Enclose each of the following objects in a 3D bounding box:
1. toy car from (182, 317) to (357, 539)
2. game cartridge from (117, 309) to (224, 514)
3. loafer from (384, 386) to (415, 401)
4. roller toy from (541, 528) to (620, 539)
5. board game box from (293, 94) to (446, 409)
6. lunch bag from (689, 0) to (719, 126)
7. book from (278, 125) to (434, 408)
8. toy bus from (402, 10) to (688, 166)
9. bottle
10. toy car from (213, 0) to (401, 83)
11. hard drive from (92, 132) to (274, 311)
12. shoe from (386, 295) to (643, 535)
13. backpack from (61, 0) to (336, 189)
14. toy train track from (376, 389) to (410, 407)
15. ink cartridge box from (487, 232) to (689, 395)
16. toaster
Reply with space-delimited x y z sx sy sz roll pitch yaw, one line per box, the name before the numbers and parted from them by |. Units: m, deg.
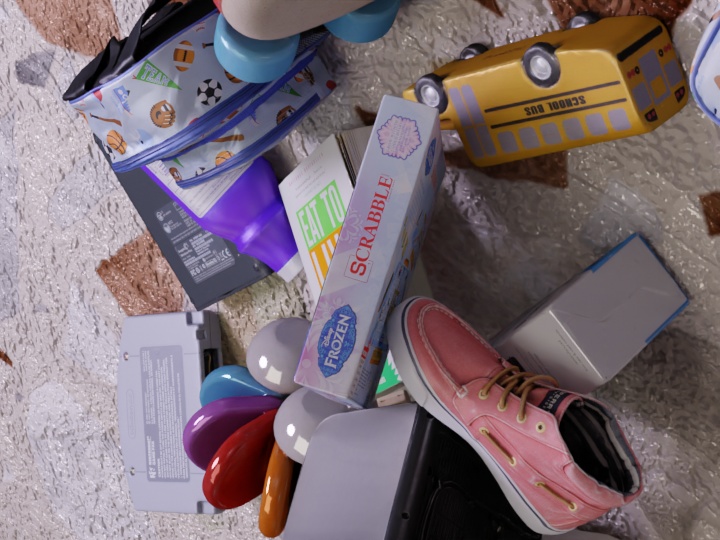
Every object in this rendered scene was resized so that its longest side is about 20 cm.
toy car | -0.084 0.155 1.398 0.201 0.149 0.176 -116 24 -44
game cartridge | -0.192 0.143 1.559 0.133 0.040 0.202 -4 88 38
loafer | 0.053 0.133 1.338 0.069 0.070 0.201 24 136 13
roller toy | 0.139 0.290 1.263 0.139 0.199 0.184 11 114 41
board game box | 0.011 -0.004 1.097 0.041 0.201 0.200 17 173 6
lunch bag | 0.281 -0.143 0.883 0.160 0.075 0.201 43 141 19
book | 0.000 0.000 1.265 0.133 0.048 0.201 -33 72 58
toy bus | 0.123 -0.124 1.072 0.199 0.065 0.079 -8 112 49
bottle | -0.118 -0.075 1.348 0.200 0.084 0.065 44 -174 -4
toy car | -0.057 -0.274 1.087 0.201 0.176 0.185 57 156 18
hard drive | -0.163 -0.069 1.443 0.139 0.033 0.201 -24 98 52
shoe | 0.107 0.089 1.054 0.200 0.071 0.091 52 141 -3
backpack | -0.129 -0.151 1.219 0.200 0.190 0.155 -25 98 51
toy train track | 0.053 0.151 1.287 0.200 0.114 0.033 63 -170 -48
ink cartridge box | 0.138 0.064 1.151 0.068 0.116 0.200 52 143 3
toaster | 0.041 0.218 1.129 0.118 0.201 0.181 -7 147 39
